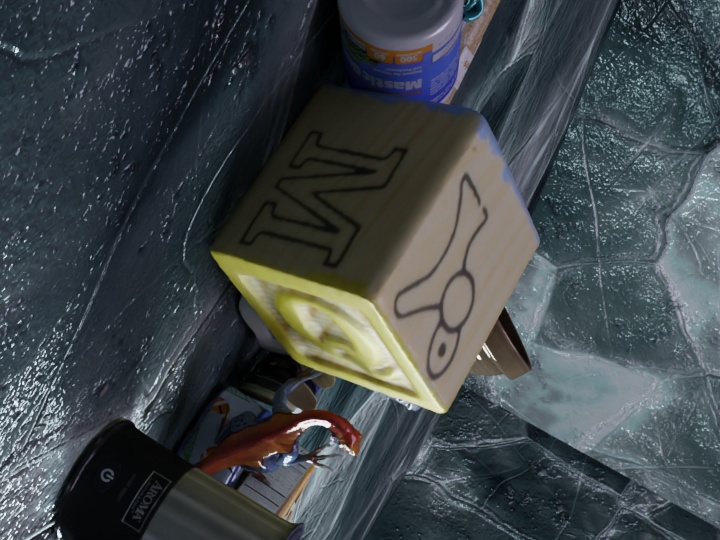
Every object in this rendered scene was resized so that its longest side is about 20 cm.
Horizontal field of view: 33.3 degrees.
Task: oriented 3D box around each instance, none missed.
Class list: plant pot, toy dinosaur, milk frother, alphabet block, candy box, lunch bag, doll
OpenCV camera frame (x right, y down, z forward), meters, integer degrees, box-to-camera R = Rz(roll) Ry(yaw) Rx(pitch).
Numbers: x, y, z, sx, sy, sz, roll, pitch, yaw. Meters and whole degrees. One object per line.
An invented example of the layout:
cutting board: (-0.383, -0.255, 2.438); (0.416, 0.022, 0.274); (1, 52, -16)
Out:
plant pot: (0.096, 0.038, 1.280); (0.092, 0.203, 0.201); (-30, 172, 9)
toy dinosaur: (-0.081, 0.175, 1.167); (0.199, 0.106, 0.181); (-33, -177, -25)
milk frother: (-0.165, 0.260, 1.076); (0.182, 0.186, 0.200); (-60, 168, -5)
alphabet block: (0.019, -0.023, 1.095); (0.201, 0.195, 0.196); (-57, 139, -22)
candy box: (-0.123, 0.278, 1.267); (0.200, 0.055, 0.116); (-49, 167, -54)
lunch bag: (-0.161, 0.230, 1.314); (0.201, 0.075, 0.161); (-57, 169, -21)
doll: (-0.020, 0.077, 1.355); (0.137, 0.048, 0.200); (-52, 180, 30)

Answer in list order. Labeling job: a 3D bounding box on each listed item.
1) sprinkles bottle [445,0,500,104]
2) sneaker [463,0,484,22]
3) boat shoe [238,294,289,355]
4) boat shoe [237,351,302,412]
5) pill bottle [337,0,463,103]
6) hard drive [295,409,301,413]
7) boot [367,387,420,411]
sprinkles bottle: (0.105, -0.266, 1.382); (0.202, 0.068, 0.068); (-63, 168, 4)
sneaker: (0.082, -0.289, 1.199); (0.078, 0.079, 0.200); (-64, 168, 11)
boat shoe: (-0.079, 0.030, 1.256); (0.200, 0.071, 0.070); (71, 26, -66)
boat shoe: (-0.093, 0.122, 1.395); (0.201, 0.071, 0.067); (51, 62, -83)
pill bottle: (0.037, -0.207, 1.107); (0.113, 0.111, 0.200); (-59, 167, -16)
hard drive: (-0.050, 0.098, 1.621); (0.201, 0.025, 0.132); (-57, 167, -27)
boot: (0.041, 0.104, 1.251); (0.073, 0.090, 0.200); (-44, 178, 10)
